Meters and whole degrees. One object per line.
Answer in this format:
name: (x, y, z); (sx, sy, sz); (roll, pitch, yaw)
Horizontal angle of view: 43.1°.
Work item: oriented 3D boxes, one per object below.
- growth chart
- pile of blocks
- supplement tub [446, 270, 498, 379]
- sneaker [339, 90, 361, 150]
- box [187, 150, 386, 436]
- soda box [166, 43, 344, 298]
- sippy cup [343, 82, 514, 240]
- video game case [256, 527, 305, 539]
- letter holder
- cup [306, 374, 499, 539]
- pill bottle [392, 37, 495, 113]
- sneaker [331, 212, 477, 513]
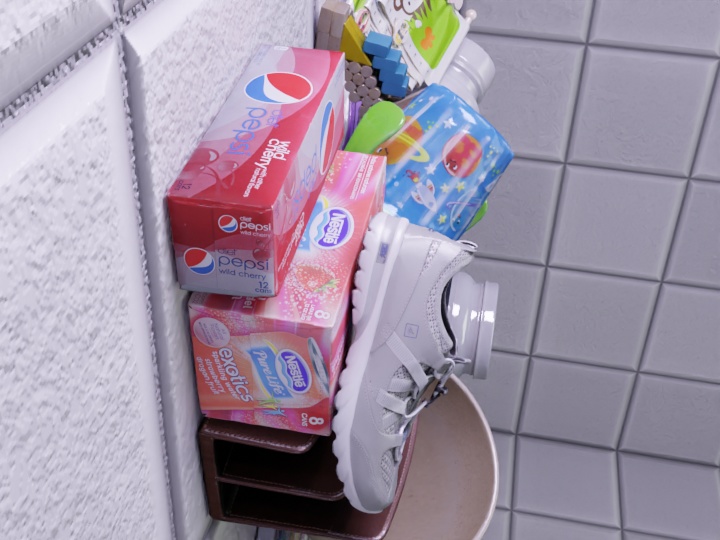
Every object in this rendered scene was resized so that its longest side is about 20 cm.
growth chart: (0.055, -0.271, 0.957); (0.200, 0.018, 0.146); (31, 80, -52)
pile of blocks: (0.028, -0.174, 0.859); (0.201, 0.081, 0.062); (59, 29, -28)
supplement tub: (0.071, 0.064, 1.169); (0.140, 0.198, 0.142); (8, 90, -83)
sneaker: (0.011, -0.145, 0.959); (0.081, 0.083, 0.202); (81, 18, -66)
box: (-0.044, 0.006, 0.650); (0.201, 0.094, 0.103); (-73, 169, -51)
soda box: (-0.059, -0.072, 0.586); (0.201, 0.063, 0.070); (-74, 169, -50)
sippy cup: (0.058, -0.085, 0.796); (0.130, 0.139, 0.178); (-48, -178, 6)
video game case: (-0.077, 0.257, 0.949); (0.200, 0.018, 0.145); (67, 32, -75)
letter holder: (-0.024, 0.093, 0.708); (0.201, 0.141, 0.101); (-73, 168, -49)
cup: (0.008, 0.188, 0.849); (0.143, 0.199, 0.202); (-44, -152, 53)
pill bottle: (0.075, -0.174, 1.073); (0.201, 0.114, 0.115); (-58, 164, -18)
sneaker: (0.030, 0.067, 0.596); (0.075, 0.081, 0.202); (-49, 147, -76)
